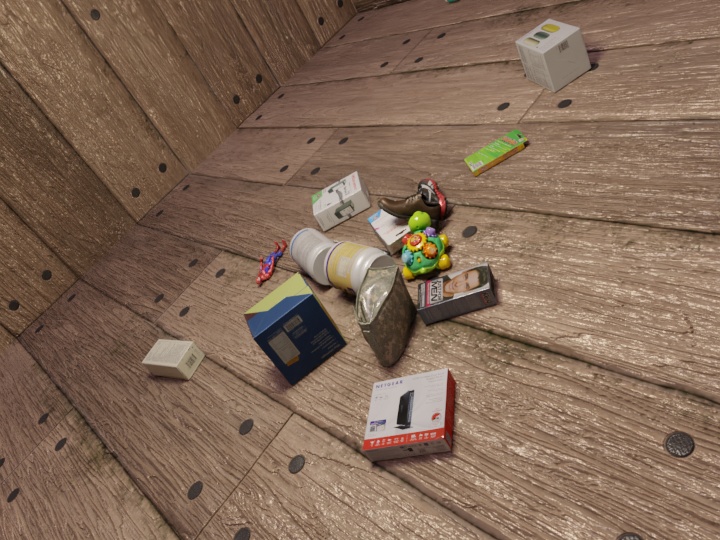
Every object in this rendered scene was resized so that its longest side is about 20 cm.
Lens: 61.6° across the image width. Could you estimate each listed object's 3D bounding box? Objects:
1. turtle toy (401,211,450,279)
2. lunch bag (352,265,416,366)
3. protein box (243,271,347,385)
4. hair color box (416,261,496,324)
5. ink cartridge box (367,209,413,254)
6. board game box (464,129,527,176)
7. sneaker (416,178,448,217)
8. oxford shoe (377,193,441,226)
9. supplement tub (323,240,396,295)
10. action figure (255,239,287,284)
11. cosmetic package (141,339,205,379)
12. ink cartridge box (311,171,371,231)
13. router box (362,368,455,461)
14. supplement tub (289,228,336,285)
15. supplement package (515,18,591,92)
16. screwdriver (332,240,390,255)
[{"bbox_3d":[0.174,-0.076,1.720,0.142,0.101,0.204,-17,47,23],"label":"turtle toy"},{"bbox_3d":[0.055,0.119,1.544,0.115,0.166,0.203,-5,42,28],"label":"lunch bag"},{"bbox_3d":[-0.178,0.160,1.662,0.197,0.202,0.135,-36,33,-4],"label":"protein box"},{"bbox_3d":[0.245,0.059,1.548,0.195,0.061,0.100,-19,36,22],"label":"hair color box"},{"bbox_3d":[0.110,-0.128,1.886,0.114,0.069,0.201,-33,33,0],"label":"ink cartridge box"},{"bbox_3d":[0.438,-0.382,1.952,0.197,0.030,0.096,-32,34,10],"label":"board game box"},{"bbox_3d":[0.205,-0.234,1.908,0.095,0.073,0.202,-2,33,-13],"label":"sneaker"},{"bbox_3d":[0.147,-0.197,1.802,0.194,0.086,0.073,10,27,-6],"label":"oxford shoe"},{"bbox_3d":[0.000,0.000,1.756,0.146,0.147,0.198,-48,36,-20],"label":"supplement tub"},{"bbox_3d":[-0.328,-0.029,2.165,0.064,0.052,0.203,-5,46,31],"label":"action figure"},{"bbox_3d":[-0.619,0.292,1.997,0.196,0.074,0.105,-2,45,39],"label":"cosmetic package"},{"bbox_3d":[-0.071,-0.251,2.179,0.196,0.085,0.147,-27,35,10],"label":"ink cartridge box"},{"bbox_3d":[0.110,0.323,1.351,0.195,0.049,0.182,-17,38,25],"label":"router box"},{"bbox_3d":[-0.138,-0.048,1.947,0.131,0.133,0.199,-39,33,-9],"label":"supplement tub"},{"bbox_3d":[0.663,-0.746,2.090,0.150,0.152,0.201,-32,33,3],"label":"supplement package"},{"bbox_3d":[0.001,-0.072,1.880,0.195,0.028,0.029,19,46,20],"label":"screwdriver"}]
